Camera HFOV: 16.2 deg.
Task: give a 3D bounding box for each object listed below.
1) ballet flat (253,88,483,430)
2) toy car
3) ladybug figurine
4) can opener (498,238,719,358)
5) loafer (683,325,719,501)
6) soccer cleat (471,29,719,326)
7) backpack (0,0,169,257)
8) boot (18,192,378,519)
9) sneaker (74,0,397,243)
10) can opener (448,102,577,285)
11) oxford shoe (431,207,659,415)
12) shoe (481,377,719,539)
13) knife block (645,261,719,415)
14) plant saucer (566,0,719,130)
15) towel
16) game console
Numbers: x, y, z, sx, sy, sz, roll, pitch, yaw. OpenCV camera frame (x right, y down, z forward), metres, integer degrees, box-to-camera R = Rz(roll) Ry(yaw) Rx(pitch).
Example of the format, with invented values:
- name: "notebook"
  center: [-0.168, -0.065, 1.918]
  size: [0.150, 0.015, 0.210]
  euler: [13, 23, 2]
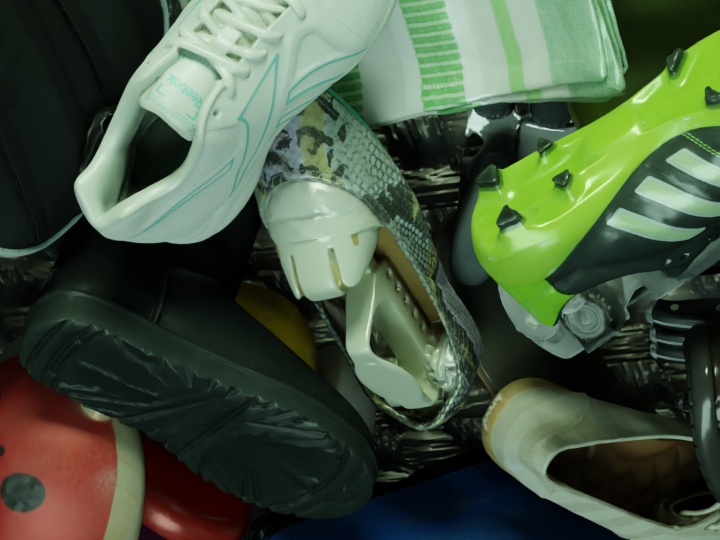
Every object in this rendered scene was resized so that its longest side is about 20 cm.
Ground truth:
- name: "ballet flat"
  center: [0.000, 0.000, 1.145]
  size: [0.072, 0.072, 0.201]
  euler: [-13, 130, 25]
- name: "toy car"
  center: [-0.101, 0.097, 1.301]
  size: [0.174, 0.151, 0.200]
  euler: [29, 135, -18]
- name: "ladybug figurine"
  center: [-0.168, 0.114, 1.224]
  size: [0.072, 0.136, 0.200]
  euler: [-8, 145, -37]
- name: "can opener"
  center: [0.146, -0.030, 1.138]
  size: [0.200, 0.067, 0.053]
  euler: [-37, 100, 28]
- name: "loafer"
  center: [0.209, 0.088, 1.185]
  size: [0.071, 0.073, 0.200]
  euler: [-20, 134, 21]
- name: "soccer cleat"
  center: [0.141, -0.046, 1.063]
  size: [0.199, 0.068, 0.081]
  euler: [-28, 133, 12]
- name: "backpack"
  center: [-0.176, -0.111, 1.084]
  size: [0.150, 0.178, 0.200]
  euler: [10, 147, 36]
- name: "boot"
  center: [-0.067, 0.009, 1.192]
  size: [0.197, 0.163, 0.073]
  euler: [29, 134, -20]
- name: "sneaker"
  center: [-0.049, -0.088, 1.060]
  size: [0.070, 0.080, 0.201]
  euler: [39, 110, 15]
- name: "can opener"
  center: [0.075, -0.078, 1.144]
  size: [0.052, 0.067, 0.201]
  euler: [8, 132, 3]
- name: "oxford shoe"
  center: [0.083, 0.047, 1.274]
  size: [0.071, 0.071, 0.200]
  euler: [13, 143, 55]
- name: "shoe"
  center: [0.148, 0.106, 1.247]
  size: [0.199, 0.053, 0.070]
  euler: [19, 97, -32]
- name: "knife block"
  center: [0.243, 0.018, 1.202]
  size: [0.175, 0.064, 0.200]
  euler: [30, 135, -19]
- name: "plant saucer"
  center: [0.188, -0.096, 1.109]
  size: [0.198, 0.031, 0.201]
  euler: [3, 139, 3]
- name: "towel"
  center: [0.006, -0.129, 1.093]
  size: [0.199, 0.023, 0.153]
  euler: [-6, 118, 30]
- name: "game console"
  center: [0.024, 0.167, 1.303]
  size: [0.170, 0.199, 0.119]
  euler: [36, 124, 35]
